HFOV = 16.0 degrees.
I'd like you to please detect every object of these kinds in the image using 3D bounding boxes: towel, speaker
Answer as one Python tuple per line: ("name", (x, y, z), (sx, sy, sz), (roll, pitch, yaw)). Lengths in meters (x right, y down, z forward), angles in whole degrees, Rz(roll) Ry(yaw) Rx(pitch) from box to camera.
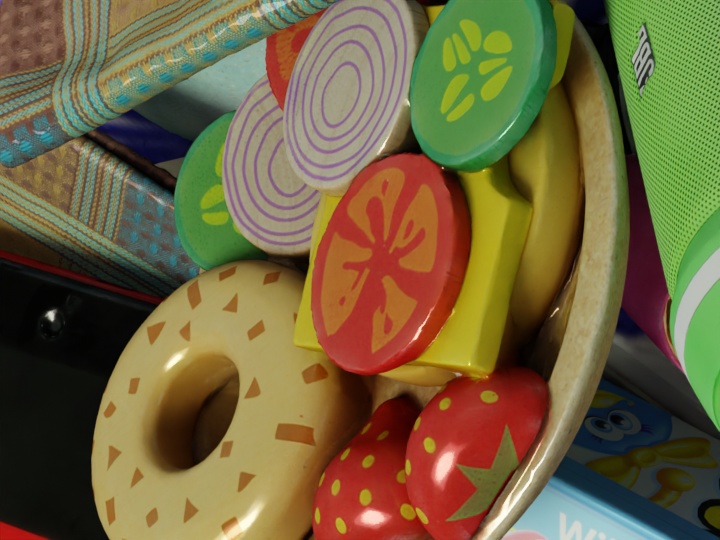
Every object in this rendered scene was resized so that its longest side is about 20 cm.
("towel", (-0.106, 0.028, 0.902), (0.146, 0.022, 0.201), (31, 133, 18))
("towel", (-0.031, -0.126, 0.744), (0.199, 0.147, 0.022), (-24, 139, 31))
("speaker", (0.107, -0.047, 0.648), (0.201, 0.088, 0.089), (-97, 25, -43))

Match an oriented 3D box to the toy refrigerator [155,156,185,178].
("toy refrigerator", (-0.118, 0.014, 0.968), (0.199, 0.070, 0.076), (-11, 112, 44))

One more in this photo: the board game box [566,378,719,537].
("board game box", (0.073, 0.112, 0.823), (0.199, 0.103, 0.105), (27, 127, 28))

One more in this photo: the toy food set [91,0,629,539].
("toy food set", (0.000, 0.000, 0.722), (0.199, 0.048, 0.199), (3, 78, 55))

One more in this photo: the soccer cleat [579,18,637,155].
("soccer cleat", (0.092, -0.047, 0.761), (0.200, 0.067, 0.081), (35, 111, 24))

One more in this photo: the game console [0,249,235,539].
("game console", (-0.135, 0.079, 0.844), (0.199, 0.031, 0.178), (15, 83, 31))

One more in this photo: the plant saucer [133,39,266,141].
("plant saucer", (-0.071, -0.129, 0.871), (0.200, 0.039, 0.202), (21, 125, 33))

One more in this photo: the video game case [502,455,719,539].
("video game case", (0.055, 0.156, 0.761), (0.143, 0.018, 0.201), (27, 116, 29))

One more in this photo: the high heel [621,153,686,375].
("high heel", (0.112, 0.039, 0.664), (0.200, 0.096, 0.068), (40, 135, 24))
